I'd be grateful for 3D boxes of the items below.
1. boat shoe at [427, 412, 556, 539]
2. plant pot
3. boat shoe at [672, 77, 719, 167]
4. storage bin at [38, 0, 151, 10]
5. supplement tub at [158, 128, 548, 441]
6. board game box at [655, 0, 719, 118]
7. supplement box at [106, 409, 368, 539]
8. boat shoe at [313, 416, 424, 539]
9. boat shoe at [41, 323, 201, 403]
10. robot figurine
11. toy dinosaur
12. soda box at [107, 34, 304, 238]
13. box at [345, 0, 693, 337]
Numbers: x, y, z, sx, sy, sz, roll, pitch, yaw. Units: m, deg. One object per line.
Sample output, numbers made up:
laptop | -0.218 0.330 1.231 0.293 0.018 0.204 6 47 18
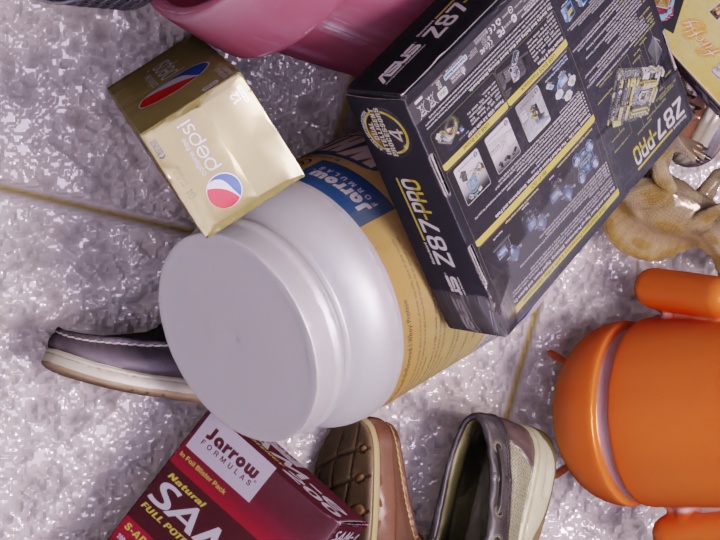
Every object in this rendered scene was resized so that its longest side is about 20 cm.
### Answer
boat shoe | 0.060 0.180 1.494 0.066 0.072 0.202 26 70 -34
plant pot | 0.005 -0.190 1.407 0.179 0.200 0.200 28 95 -31
boat shoe | 0.206 -0.163 1.505 0.072 0.076 0.201 18 94 -11
storage bin | -0.200 -0.225 1.351 0.199 0.094 0.136 16 98 16
supplement tub | 0.000 0.000 1.417 0.200 0.144 0.145 -29 109 -40
board game box | 0.203 -0.193 1.460 0.135 0.035 0.200 -40 73 2
supplement box | -0.101 0.191 1.485 0.109 0.061 0.200 39 96 16
boat shoe | 0.012 0.185 1.539 0.067 0.072 0.201 -6 98 -32
boat shoe | -0.086 0.046 1.489 0.199 0.072 0.065 8 89 -12
robot figurine | 0.200 0.082 1.505 0.199 0.117 0.144 -4 131 32
toy dinosaur | 0.169 -0.051 1.486 0.200 0.058 0.101 30 127 -2
soda box | -0.088 -0.078 1.392 0.064 0.200 0.068 -33 105 -3
box | 0.092 -0.089 1.360 0.200 0.049 0.162 -48 127 -31
